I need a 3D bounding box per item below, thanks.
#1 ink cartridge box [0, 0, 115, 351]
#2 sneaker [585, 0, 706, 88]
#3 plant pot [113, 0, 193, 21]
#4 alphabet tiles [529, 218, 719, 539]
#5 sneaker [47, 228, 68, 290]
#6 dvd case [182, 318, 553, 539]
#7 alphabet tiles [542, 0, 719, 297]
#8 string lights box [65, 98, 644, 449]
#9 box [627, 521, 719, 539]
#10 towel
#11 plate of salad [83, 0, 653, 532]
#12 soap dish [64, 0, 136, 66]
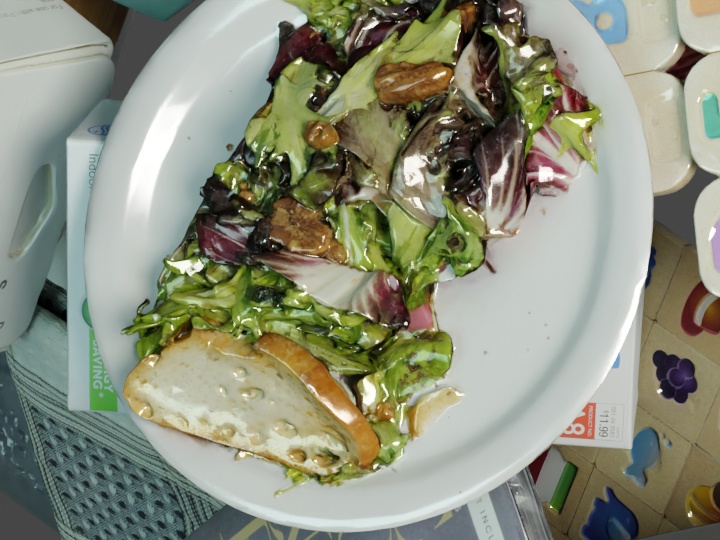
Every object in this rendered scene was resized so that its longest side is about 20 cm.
[{"bbox_3d":[-0.202,-0.073,1.106,0.200,0.087,0.145,38,124,26],"label":"ink cartridge box"},{"bbox_3d":[0.044,-0.098,1.005,0.200,0.078,0.082,8,108,39],"label":"sneaker"},{"bbox_3d":[-0.100,-0.194,1.013,0.200,0.141,0.141,45,157,-9],"label":"plant pot"},{"bbox_3d":[0.069,0.041,1.078,0.200,0.006,0.166,36,124,27],"label":"alphabet tiles"},{"bbox_3d":[-0.079,-0.012,1.137,0.200,0.080,0.070,-29,86,47],"label":"sneaker"},{"bbox_3d":[0.001,0.127,0.985,0.200,0.016,0.149,-41,59,44],"label":"dvd case"},{"bbox_3d":[0.145,-0.093,0.903,0.196,0.015,0.200,-9,78,26],"label":"alphabet tiles"},{"bbox_3d":[0.000,0.000,1.018,0.200,0.059,0.103,3,108,8],"label":"string lights box"},{"bbox_3d":[0.110,0.190,0.986,0.124,0.148,0.200,57,133,26],"label":"box"},{"bbox_3d":[-0.065,0.109,1.147,0.200,0.035,0.193,29,143,34],"label":"towel"},{"bbox_3d":[-0.004,-0.017,0.932,0.200,0.048,0.200,-5,76,22],"label":"plate of salad"},{"bbox_3d":[-0.176,-0.105,1.189,0.157,0.081,0.200,41,126,24],"label":"soap dish"}]
